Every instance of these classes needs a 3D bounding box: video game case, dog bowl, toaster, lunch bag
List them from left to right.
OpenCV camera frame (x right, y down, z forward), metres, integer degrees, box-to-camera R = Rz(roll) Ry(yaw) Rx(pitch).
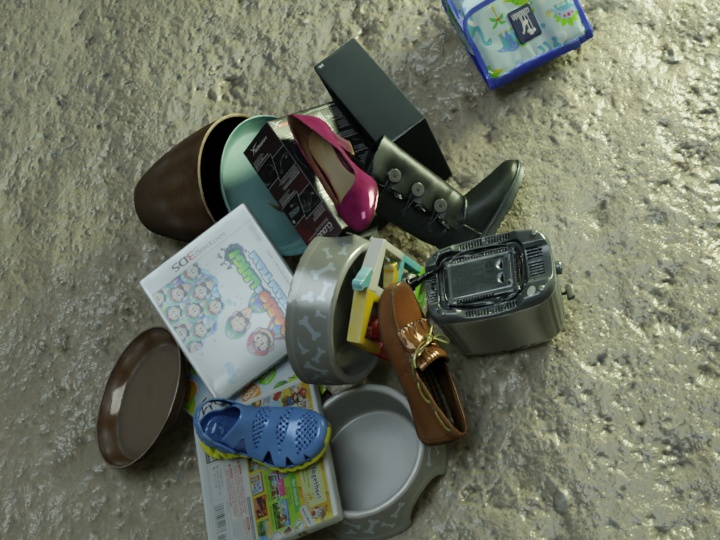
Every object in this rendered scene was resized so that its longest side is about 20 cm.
[{"bbox_3d":[-0.171,0.044,1.742,0.181,0.024,0.201,-36,81,3],"label":"video game case"},{"bbox_3d":[-0.120,0.252,1.653,0.180,0.023,0.202,-24,54,15],"label":"video game case"},{"bbox_3d":[-0.020,0.050,1.645,0.058,0.200,0.202,8,66,27],"label":"dog bowl"},{"bbox_3d":[0.008,0.235,1.649,0.197,0.059,0.203,-12,58,19],"label":"dog bowl"},{"bbox_3d":[0.167,0.034,1.646,0.197,0.129,0.115,-14,56,16],"label":"toaster"},{"bbox_3d":[0.216,-0.373,1.869,0.168,0.128,0.202,-27,67,5],"label":"lunch bag"}]

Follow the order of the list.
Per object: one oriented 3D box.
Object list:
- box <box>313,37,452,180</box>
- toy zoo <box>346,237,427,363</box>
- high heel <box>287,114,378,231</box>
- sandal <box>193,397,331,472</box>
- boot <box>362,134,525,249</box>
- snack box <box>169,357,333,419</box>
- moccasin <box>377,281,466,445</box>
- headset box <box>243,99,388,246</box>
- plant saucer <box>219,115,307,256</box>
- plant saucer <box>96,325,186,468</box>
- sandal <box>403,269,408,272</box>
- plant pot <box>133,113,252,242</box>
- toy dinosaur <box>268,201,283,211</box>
[{"bbox_3d":[0.032,-0.211,1.842,0.079,0.141,0.201,-37,54,0],"label":"box"},{"bbox_3d":[0.034,0.042,1.645,0.020,0.200,0.133,9,79,28],"label":"toy zoo"},{"bbox_3d":[-0.041,-0.124,1.660,0.068,0.095,0.201,-53,33,20],"label":"high heel"},{"bbox_3d":[-0.130,0.198,1.621,0.197,0.087,0.080,-3,60,25],"label":"sandal"},{"bbox_3d":[0.102,-0.118,1.729,0.198,0.066,0.166,30,79,-7],"label":"boot"},{"bbox_3d":[-0.144,0.173,1.757,0.199,0.053,0.143,34,80,36],"label":"snack box"},{"bbox_3d":[0.077,0.110,1.585,0.077,0.073,0.204,-25,77,46],"label":"moccasin"},{"bbox_3d":[-0.040,-0.119,1.777,0.201,0.148,0.077,55,133,9],"label":"headset box"},{"bbox_3d":[-0.123,-0.117,1.839,0.027,0.199,0.203,-18,52,45],"label":"plant saucer"},{"bbox_3d":[-0.296,0.176,1.801,0.199,0.032,0.203,-29,50,40],"label":"plant saucer"},{"bbox_3d":[-0.002,0.005,1.778,0.210,0.070,0.078,17,70,31],"label":"sandal"},{"bbox_3d":[-0.231,-0.115,1.901,0.198,0.186,0.189,-9,57,41],"label":"plant pot"},{"bbox_3d":[-0.066,-0.103,1.843,0.058,0.101,0.200,-43,5,43],"label":"toy dinosaur"}]
